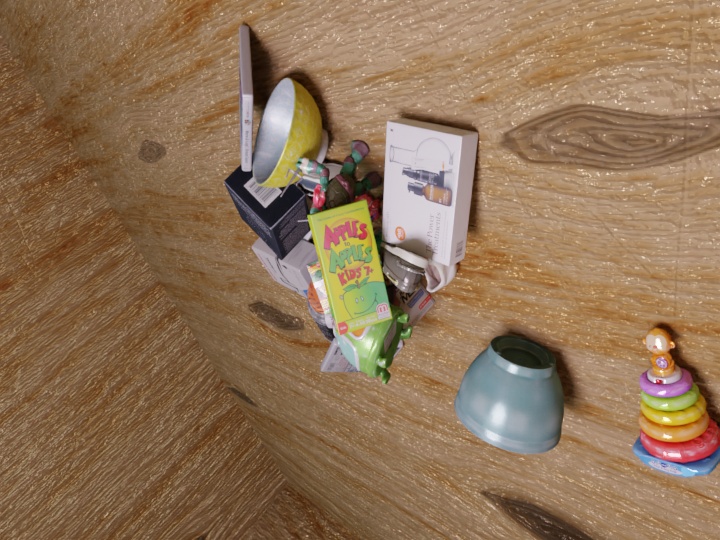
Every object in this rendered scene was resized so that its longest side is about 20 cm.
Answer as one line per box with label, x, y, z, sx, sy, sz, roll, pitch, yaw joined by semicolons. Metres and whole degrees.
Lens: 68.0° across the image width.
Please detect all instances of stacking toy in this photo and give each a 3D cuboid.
stacking toy;0.447;0.178;0.770;0.114;0.108;0.207;2;115;55

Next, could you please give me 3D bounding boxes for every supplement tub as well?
supplement tub;-0.059;0.091;1.283;0.121;0.124;0.201;34;164;24

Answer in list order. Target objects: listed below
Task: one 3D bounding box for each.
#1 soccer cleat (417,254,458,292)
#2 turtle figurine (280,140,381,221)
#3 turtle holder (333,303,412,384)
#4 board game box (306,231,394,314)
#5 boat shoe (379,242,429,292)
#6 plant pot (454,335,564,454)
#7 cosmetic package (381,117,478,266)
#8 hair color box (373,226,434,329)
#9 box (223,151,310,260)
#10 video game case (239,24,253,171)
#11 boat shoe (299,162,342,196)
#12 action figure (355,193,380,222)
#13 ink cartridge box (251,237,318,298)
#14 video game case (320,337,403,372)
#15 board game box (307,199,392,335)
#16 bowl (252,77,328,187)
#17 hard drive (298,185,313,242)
soccer cleat;0.128;-0.054;0.951;0.068;0.077;0.205;15;135;44
turtle figurine;-0.048;-0.142;0.970;0.099;0.199;0.153;23;142;36
turtle holder;0.023;0.125;1.034;0.128;0.145;0.185;23;179;18
board game box;0.000;0.000;1.045;0.023;0.194;0.108;-56;-58;-82
boat shoe;0.065;-0.007;0.925;0.070;0.062;0.202;20;-176;-10
plant pot;0.275;0.203;0.953;0.197;0.197;0.139;25;116;36
cosmetic package;0.106;-0.129;0.865;0.148;0.051;0.207;24;122;41
hair color box;0.054;0.027;1.113;0.202;0.111;0.064;51;149;-4
box;-0.197;-0.138;1.173;0.148;0.107;0.201;43;166;10
video game case;-0.226;-0.336;1.050;0.184;0.023;0.206;109;156;-54
boat shoe;-0.095;-0.194;1.105;0.194;0.076;0.063;18;145;28
action figure;-0.028;-0.099;1.102;0.066;0.099;0.198;52;148;-11
ink cartridge box;-0.169;-0.015;1.377;0.196;0.085;0.148;23;153;38
video game case;-0.001;0.220;1.375;0.202;0.175;0.023;115;154;-57
board game box;-0.018;-0.006;0.907;0.048;0.098;0.208;-154;50;-76
bowl;-0.125;-0.249;1.028;0.105;0.209;0.198;13;167;-30
hard drive;-0.174;-0.173;1.288;0.201;0.026;0.132;48;151;3
